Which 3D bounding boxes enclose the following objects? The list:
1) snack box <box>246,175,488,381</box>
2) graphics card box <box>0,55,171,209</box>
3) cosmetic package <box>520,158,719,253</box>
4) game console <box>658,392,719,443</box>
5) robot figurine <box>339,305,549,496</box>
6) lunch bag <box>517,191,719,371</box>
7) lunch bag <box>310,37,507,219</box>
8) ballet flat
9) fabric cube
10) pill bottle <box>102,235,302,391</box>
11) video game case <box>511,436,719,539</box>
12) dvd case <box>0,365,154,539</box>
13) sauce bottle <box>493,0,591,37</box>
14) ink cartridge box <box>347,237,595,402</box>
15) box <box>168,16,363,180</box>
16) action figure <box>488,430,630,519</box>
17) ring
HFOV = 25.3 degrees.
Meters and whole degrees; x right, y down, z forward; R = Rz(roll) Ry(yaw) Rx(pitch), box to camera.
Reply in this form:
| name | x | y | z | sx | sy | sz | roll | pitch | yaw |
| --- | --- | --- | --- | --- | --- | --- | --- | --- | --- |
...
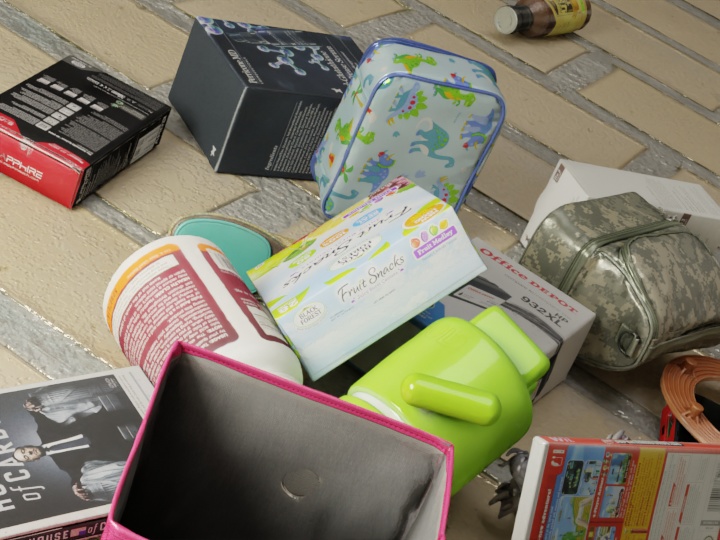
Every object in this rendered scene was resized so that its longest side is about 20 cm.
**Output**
| name | x | y | z | sx | sy | sz | roll | pitch | yaw |
| --- | --- | --- | --- | --- | --- | --- | --- | --- | --- |
| snack box | 0.000 | 0.000 | 1.345 | 0.068 | 0.168 | 0.200 | 58 | -4 | -16 |
| graphics card box | -0.282 | -0.138 | 1.552 | 0.125 | 0.051 | 0.200 | 27 | 30 | 6 |
| cosmetic package | 0.289 | -0.044 | 1.753 | 0.199 | 0.113 | 0.081 | 5 | 33 | -28 |
| game console | 0.359 | 0.198 | 1.488 | 0.176 | 0.031 | 0.200 | 27 | 29 | 0 |
| robot figurine | 0.053 | 0.116 | 1.252 | 0.200 | 0.176 | 0.116 | -36 | 76 | -23 |
| lunch bag | 0.269 | 0.022 | 1.596 | 0.168 | 0.140 | 0.200 | 42 | 31 | 28 |
| lunch bag | 0.050 | -0.130 | 1.628 | 0.160 | 0.200 | 0.083 | 9 | 38 | -21 |
| ballet flat | -0.083 | -0.006 | 1.473 | 0.199 | 0.071 | 0.071 | 16 | 29 | -12 |
| fabric cube | -0.072 | 0.201 | 0.984 | 0.196 | 0.200 | 0.200 | 22 | 28 | -5 |
| pill bottle | -0.115 | 0.073 | 1.253 | 0.114 | 0.114 | 0.200 | 1 | 36 | -36 |
| video game case | 0.205 | 0.202 | 1.249 | 0.199 | 0.143 | 0.017 | 6 | 11 | -30 |
| dvd case | -0.219 | 0.134 | 1.135 | 0.199 | 0.025 | 0.150 | -8 | 38 | -32 |
| sauce bottle | 0.264 | -0.370 | 2.330 | 0.065 | 0.065 | 0.200 | 37 | 32 | 23 |
| ink cartridge box | 0.105 | 0.061 | 1.466 | 0.145 | 0.084 | 0.200 | 34 | 30 | 19 |
| box | -0.080 | -0.180 | 1.713 | 0.199 | 0.107 | 0.149 | 2 | 36 | -33 |
| action figure | 0.192 | 0.179 | 1.314 | 0.200 | 0.130 | 0.070 | 22 | 63 | -31 |
| ring | 0.382 | 0.143 | 1.547 | 0.200 | 0.019 | 0.201 | 21 | 27 | -11 |
